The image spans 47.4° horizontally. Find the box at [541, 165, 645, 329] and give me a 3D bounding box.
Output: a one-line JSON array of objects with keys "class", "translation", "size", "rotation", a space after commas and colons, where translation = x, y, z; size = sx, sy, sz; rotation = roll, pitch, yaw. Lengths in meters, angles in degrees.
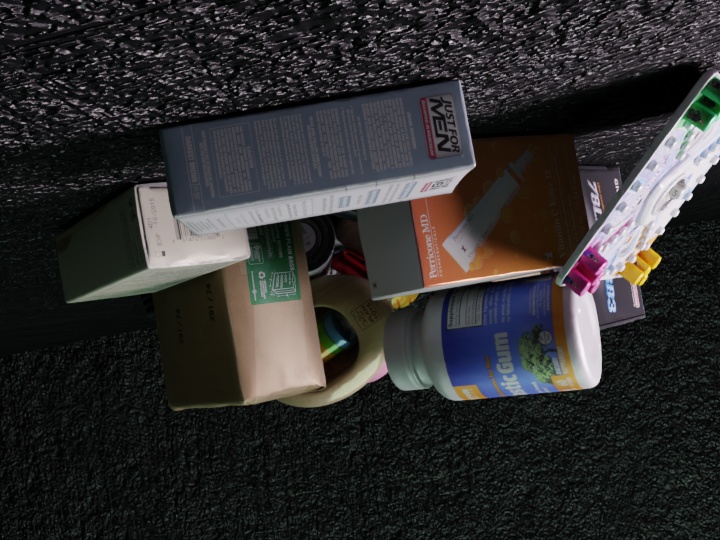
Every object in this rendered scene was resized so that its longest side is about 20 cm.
[{"class": "box", "translation": [0.270, -0.026, 1.008], "size": [0.197, 0.203, 0.049], "rotation": [-5, 176, -43]}]

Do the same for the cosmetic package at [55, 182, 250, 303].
[{"class": "cosmetic package", "translation": [-0.198, -0.023, 0.758], "size": [0.104, 0.072, 0.199], "rotation": [-8, 175, -41]}]

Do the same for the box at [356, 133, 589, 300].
[{"class": "box", "translation": [0.105, -0.051, 0.763], "size": [0.198, 0.126, 0.097], "rotation": [-9, 177, -28]}]

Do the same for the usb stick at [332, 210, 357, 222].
[{"class": "usb stick", "translation": [-0.021, -0.069, 0.809], "size": [0.055, 0.033, 0.200], "rotation": [10, -179, 15]}]

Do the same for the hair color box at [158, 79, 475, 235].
[{"class": "hair color box", "translation": [-0.029, -0.074, 0.569], "size": [0.197, 0.062, 0.099], "rotation": [-9, 176, -3]}]

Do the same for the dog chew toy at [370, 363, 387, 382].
[{"class": "dog chew toy", "translation": [-0.050, 0.102, 1.053], "size": [0.198, 0.126, 0.125], "rotation": [-22, 177, -4]}]

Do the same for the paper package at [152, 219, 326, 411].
[{"class": "paper package", "translation": [-0.135, 0.038, 0.859], "size": [0.102, 0.203, 0.190], "rotation": [-6, 175, -37]}]

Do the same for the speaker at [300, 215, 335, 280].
[{"class": "speaker", "translation": [-0.074, -0.010, 0.989], "size": [0.080, 0.082, 0.200], "rotation": [-10, 166, -7]}]

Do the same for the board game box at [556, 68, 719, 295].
[{"class": "board game box", "translation": [0.270, -0.066, 0.716], "size": [0.199, 0.026, 0.201], "rotation": [-4, 131, -56]}]

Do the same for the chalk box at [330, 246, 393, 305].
[{"class": "chalk box", "translation": [-0.050, 0.032, 1.205], "size": [0.197, 0.127, 0.124], "rotation": [-1, -169, -13]}]

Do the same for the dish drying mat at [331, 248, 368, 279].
[{"class": "dish drying mat", "translation": [0.000, 0.000, 0.996], "size": [0.076, 0.018, 0.200], "rotation": [34, 174, -5]}]

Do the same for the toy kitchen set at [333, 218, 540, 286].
[{"class": "toy kitchen set", "translation": [0.076, 0.009, 0.953], "size": [0.162, 0.183, 0.200], "rotation": [-6, 162, -35]}]

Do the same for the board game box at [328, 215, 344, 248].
[{"class": "board game box", "translation": [0.001, -0.059, 1.114], "size": [0.198, 0.026, 0.199], "rotation": [-8, 175, -34]}]

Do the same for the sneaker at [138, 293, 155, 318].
[{"class": "sneaker", "translation": [-0.187, 0.008, 1.022], "size": [0.197, 0.101, 0.071], "rotation": [-13, 174, 1]}]

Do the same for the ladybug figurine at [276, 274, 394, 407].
[{"class": "ladybug figurine", "translation": [-0.037, 0.075, 0.941], "size": [0.199, 0.137, 0.072], "rotation": [-33, -176, 24]}]

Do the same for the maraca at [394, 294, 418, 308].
[{"class": "maraca", "translation": [0.087, 0.060, 2.409], "size": [0.198, 0.109, 0.137], "rotation": [-8, 173, -27]}]

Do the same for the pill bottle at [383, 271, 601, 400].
[{"class": "pill bottle", "translation": [0.127, 0.069, 0.808], "size": [0.198, 0.114, 0.112], "rotation": [-11, 176, 26]}]
